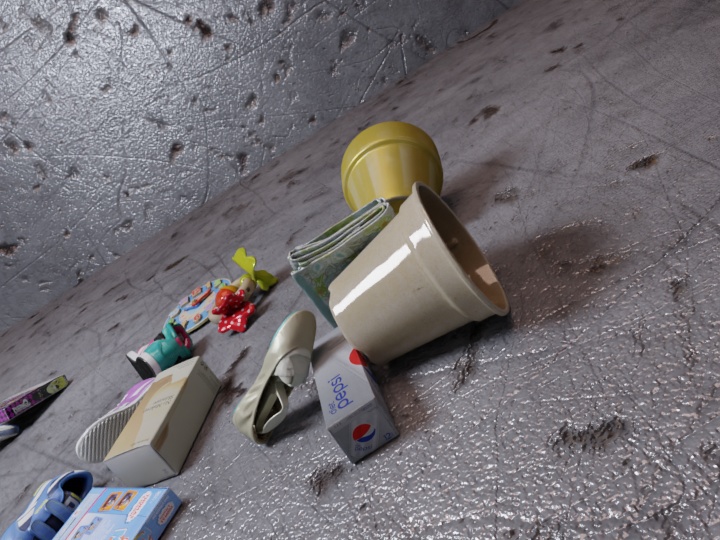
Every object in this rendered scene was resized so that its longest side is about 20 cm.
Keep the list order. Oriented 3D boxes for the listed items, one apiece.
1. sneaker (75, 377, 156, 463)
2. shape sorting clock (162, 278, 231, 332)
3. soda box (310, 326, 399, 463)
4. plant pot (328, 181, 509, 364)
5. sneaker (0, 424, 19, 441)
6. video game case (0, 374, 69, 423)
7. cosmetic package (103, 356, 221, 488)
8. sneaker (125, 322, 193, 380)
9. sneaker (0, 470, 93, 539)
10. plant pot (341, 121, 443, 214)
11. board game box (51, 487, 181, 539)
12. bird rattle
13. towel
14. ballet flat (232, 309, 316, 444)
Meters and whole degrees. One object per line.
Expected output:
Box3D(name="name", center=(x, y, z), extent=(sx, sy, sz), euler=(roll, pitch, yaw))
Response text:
Box3D(name="sneaker", center=(-0.427, 0.268, 1.028), extent=(0.200, 0.073, 0.113), euler=(-37, 17, -36))
Box3D(name="shape sorting clock", center=(-0.397, 0.087, 1.374), extent=(0.198, 0.039, 0.201), euler=(-28, 23, 13))
Box3D(name="soda box", center=(-0.015, 0.147, 0.725), extent=(0.068, 0.064, 0.200), euler=(-32, 23, 1))
Box3D(name="plant pot", center=(0.063, 0.020, 0.744), extent=(0.183, 0.201, 0.201), euler=(-36, 21, 19))
Box3D(name="sneaker", center=(-0.911, 0.430, 1.338), extent=(0.198, 0.086, 0.077), euler=(-20, -8, -24))
Box3D(name="video game case", center=(-0.882, 0.343, 1.446), extent=(0.198, 0.036, 0.181), euler=(-22, 8, 25))
Box3D(name="cosmetic package", center=(-0.314, 0.242, 0.918), extent=(0.104, 0.072, 0.201), euler=(-24, 24, 19))
Box3D(name="sneaker", center=(-0.419, 0.167, 1.192), extent=(0.120, 0.084, 0.199), euler=(-39, 15, -31))
Box3D(name="sneaker", center=(-0.470, 0.379, 0.851), extent=(0.081, 0.075, 0.201), euler=(-27, 25, 8))
Box3D(name="plant pot", center=(0.066, -0.141, 1.050), extent=(0.199, 0.201, 0.190), euler=(-25, 40, 16))
Box3D(name="board game box", center=(-0.353, 0.368, 0.764), extent=(0.198, 0.037, 0.152), euler=(-17, 28, 36))
Box3D(name="bird rattle", center=(-0.268, 0.065, 1.227), extent=(0.162, 0.112, 0.202), euler=(-29, 33, 40))
Box3D(name="towel", center=(0.000, 0.000, 0.844), extent=(0.170, 0.201, 0.048), euler=(-31, 50, 1))
Box3D(name="ballet flat", center=(-0.105, 0.149, 0.757), extent=(0.202, 0.069, 0.070), euler=(-60, 17, 17))
